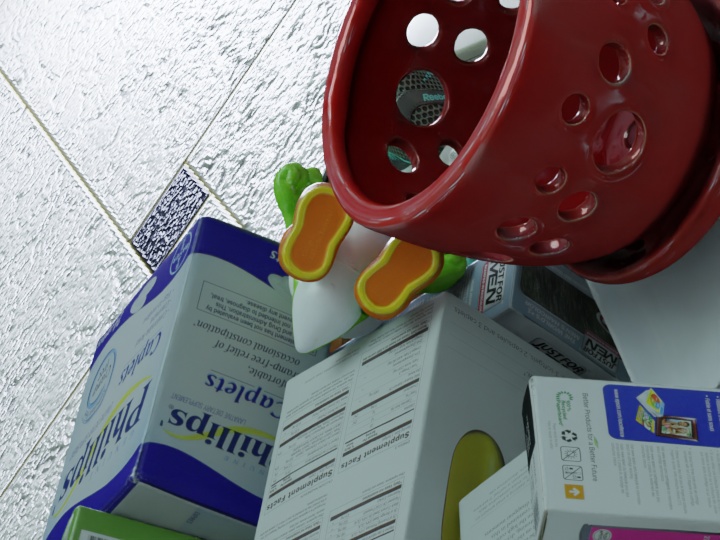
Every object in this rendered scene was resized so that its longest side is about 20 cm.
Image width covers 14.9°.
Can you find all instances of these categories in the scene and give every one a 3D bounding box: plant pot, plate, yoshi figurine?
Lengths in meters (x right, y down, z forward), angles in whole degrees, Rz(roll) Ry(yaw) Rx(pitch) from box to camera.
[{"bbox_3d":[0.104,-0.092,1.499,0.200,0.182,0.200,-39,41,44],"label":"plant pot"},{"bbox_3d":[0.203,-0.028,1.512,0.200,0.032,0.200,-58,29,26],"label":"plate"},{"bbox_3d":[0.004,-0.015,1.617,0.200,0.112,0.112,112,144,-83],"label":"yoshi figurine"}]

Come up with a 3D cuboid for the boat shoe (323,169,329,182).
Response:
[{"bbox_3d":[-0.019,-0.027,1.950,0.073,0.065,0.200,-6,58,56],"label":"boat shoe"}]

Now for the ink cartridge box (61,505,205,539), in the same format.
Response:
[{"bbox_3d":[-0.131,0.242,1.689,0.200,0.148,0.076,114,170,-52],"label":"ink cartridge box"}]

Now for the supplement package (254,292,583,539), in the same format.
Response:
[{"bbox_3d":[0.042,0.152,1.559,0.151,0.152,0.200,-31,36,42],"label":"supplement package"}]

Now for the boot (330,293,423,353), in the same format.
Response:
[{"bbox_3d":[0.035,0.019,1.804,0.200,0.074,0.155,-57,23,36],"label":"boot"}]

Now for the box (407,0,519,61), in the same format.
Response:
[{"bbox_3d":[0.122,-0.157,1.822,0.200,0.095,0.078,-18,46,50],"label":"box"}]

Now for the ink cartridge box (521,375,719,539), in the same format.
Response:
[{"bbox_3d":[0.183,0.101,1.376,0.095,0.200,0.037,-92,6,-48],"label":"ink cartridge box"}]

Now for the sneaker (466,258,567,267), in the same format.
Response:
[{"bbox_3d":[0.084,-0.037,1.738,0.121,0.084,0.200,-17,39,9],"label":"sneaker"}]

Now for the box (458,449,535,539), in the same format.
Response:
[{"bbox_3d":[0.129,0.192,1.401,0.097,0.124,0.200,-40,32,31],"label":"box"}]

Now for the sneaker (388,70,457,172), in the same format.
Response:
[{"bbox_3d":[0.032,-0.103,1.708,0.078,0.091,0.200,-51,11,-2],"label":"sneaker"}]

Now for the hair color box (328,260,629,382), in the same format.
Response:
[{"bbox_3d":[0.062,0.065,1.677,0.200,0.099,0.061,-33,35,40],"label":"hair color box"}]

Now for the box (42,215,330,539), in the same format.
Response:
[{"bbox_3d":[-0.110,0.101,1.734,0.184,0.105,0.200,-47,26,51],"label":"box"}]
